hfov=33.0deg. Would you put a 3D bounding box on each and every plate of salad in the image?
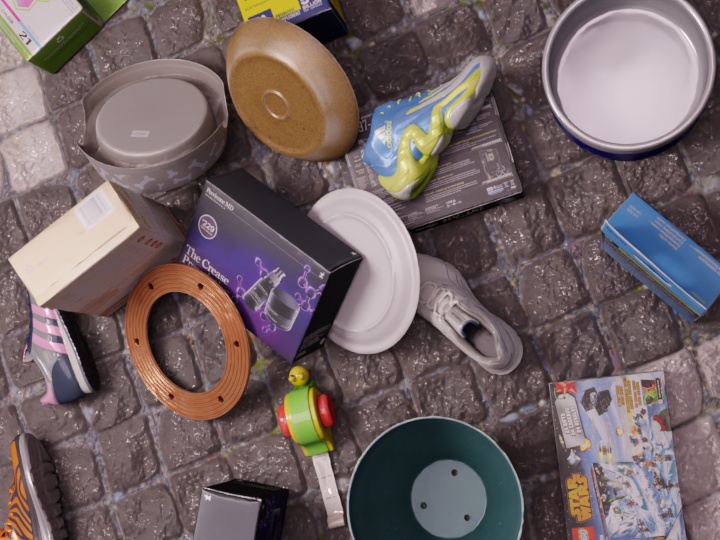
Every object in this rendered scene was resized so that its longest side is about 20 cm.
[{"bbox_3d":[0.000,0.000,1.472,0.199,0.048,0.203,10,105,40],"label":"plate of salad"}]

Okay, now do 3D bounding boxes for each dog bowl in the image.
[{"bbox_3d":[0.317,-0.234,1.440,0.198,0.079,0.203,-1,84,12],"label":"dog bowl"},{"bbox_3d":[-0.256,-0.178,1.518,0.198,0.059,0.202,-5,48,5],"label":"dog bowl"}]

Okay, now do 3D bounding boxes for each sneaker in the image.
[{"bbox_3d":[-0.408,0.077,1.561,0.081,0.070,0.202,-24,78,5],"label":"sneaker"},{"bbox_3d":[-0.440,0.314,1.539,0.111,0.078,0.202,-16,81,8],"label":"sneaker"},{"bbox_3d":[0.072,-0.188,1.442,0.105,0.076,0.201,36,93,13],"label":"sneaker"},{"bbox_3d":[0.111,0.044,1.450,0.199,0.087,0.075,39,95,14],"label":"sneaker"}]

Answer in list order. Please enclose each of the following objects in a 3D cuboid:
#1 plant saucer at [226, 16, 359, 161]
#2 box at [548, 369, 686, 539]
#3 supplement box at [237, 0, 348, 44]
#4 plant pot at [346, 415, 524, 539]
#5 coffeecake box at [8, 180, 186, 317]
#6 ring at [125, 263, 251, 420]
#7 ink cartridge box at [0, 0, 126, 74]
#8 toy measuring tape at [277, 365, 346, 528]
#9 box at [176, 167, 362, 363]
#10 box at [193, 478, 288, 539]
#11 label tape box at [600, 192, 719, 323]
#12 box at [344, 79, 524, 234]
[{"bbox_3d":[-0.093,-0.208,1.471,0.199,0.201,0.035,33,53,13],"label":"plant saucer"},{"bbox_3d":[0.298,0.224,1.416,0.135,0.040,0.202,-7,83,10],"label":"box"},{"bbox_3d":[-0.105,-0.382,1.526,0.108,0.109,0.202,-21,80,8],"label":"supplement box"},{"bbox_3d":[0.095,0.269,1.405,0.198,0.135,0.203,-1,84,12],"label":"plant pot"},{"bbox_3d":[-0.309,-0.021,1.485,0.153,0.200,0.073,-38,79,5],"label":"coffeecake box"},{"bbox_3d":[-0.213,0.088,1.506,0.199,0.019,0.203,11,110,31],"label":"ring"},{"bbox_3d":[-0.395,-0.386,1.603,0.200,0.076,0.148,-43,78,6],"label":"ink cartridge box"},{"bbox_3d":[-0.057,0.214,1.475,0.073,0.074,0.202,-15,81,10],"label":"toy measuring tape"},{"bbox_3d":[-0.114,-0.008,1.469,0.199,0.079,0.142,36,119,19],"label":"box"},{"bbox_3d":[-0.151,0.358,1.436,0.078,0.141,0.202,8,86,13],"label":"box"},{"bbox_3d":[0.340,-0.015,1.350,0.143,0.200,0.066,42,91,12],"label":"label tape box"},{"bbox_3d":[0.085,-0.137,1.495,0.198,0.044,0.162,-19,81,9],"label":"box"}]
